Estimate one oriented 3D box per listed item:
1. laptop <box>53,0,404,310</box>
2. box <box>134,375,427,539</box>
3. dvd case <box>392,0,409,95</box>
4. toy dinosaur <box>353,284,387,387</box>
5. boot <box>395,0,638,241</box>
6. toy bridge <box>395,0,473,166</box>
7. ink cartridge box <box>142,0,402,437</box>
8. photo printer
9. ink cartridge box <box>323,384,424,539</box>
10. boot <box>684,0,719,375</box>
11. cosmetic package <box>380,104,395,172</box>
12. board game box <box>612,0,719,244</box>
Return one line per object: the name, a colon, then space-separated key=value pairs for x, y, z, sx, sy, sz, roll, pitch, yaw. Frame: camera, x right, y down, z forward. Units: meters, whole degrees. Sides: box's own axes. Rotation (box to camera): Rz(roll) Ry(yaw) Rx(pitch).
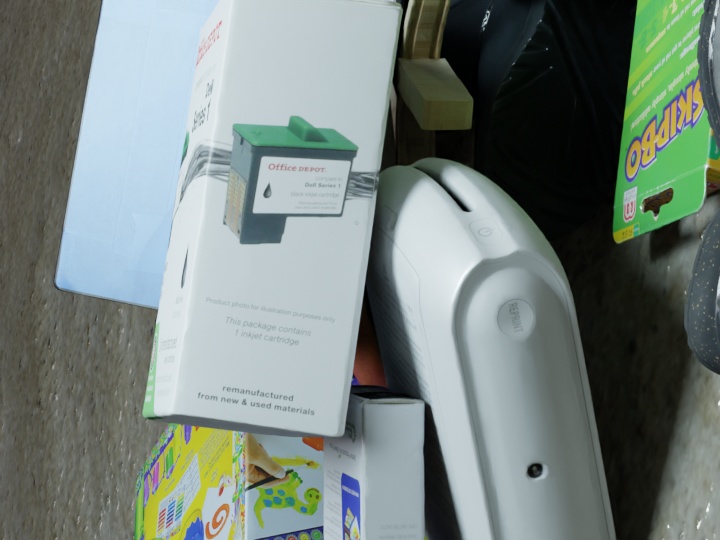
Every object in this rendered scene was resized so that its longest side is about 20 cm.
laptop: x=-0.074 y=-0.063 z=1.359 sx=0.200 sy=0.116 sz=0.188 roll=-162 pitch=81 yaw=-72
box: x=-0.046 y=0.165 z=1.463 sx=0.200 sy=0.122 sz=0.193 roll=126 pitch=150 yaw=-50
dvd case: x=0.015 y=-0.189 z=1.486 sx=0.200 sy=0.018 sz=0.143 roll=84 pitch=174 yaw=-57
toy dinosaur: x=0.000 y=0.000 z=1.383 sx=0.181 sy=0.200 sz=0.105 roll=30 pitch=127 yaw=25
boot: x=0.075 y=-0.093 z=1.339 sx=0.168 sy=0.076 sz=0.201 roll=-26 pitch=47 yaw=63
toy bridge: x=0.035 y=-0.088 z=1.267 sx=0.067 sy=0.027 sz=0.200 roll=-115 pitch=27 yaw=-64
ink cartridge box: x=-0.043 y=-0.025 z=1.210 sx=0.146 sy=0.084 sz=0.200 roll=157 pitch=121 yaw=-79
photo printer: x=0.056 y=0.049 z=1.199 sx=0.166 sy=0.069 sz=0.200 roll=-134 pitch=30 yaw=-67
ink cartridge box: x=0.005 y=0.155 z=1.203 sx=0.095 sy=0.037 sz=0.200 roll=-171 pitch=83 yaw=-78
boot: x=0.191 y=-0.047 z=1.013 sx=0.132 sy=0.070 sz=0.200 roll=-176 pitch=87 yaw=-68
cosmetic package: x=-0.019 y=-0.104 z=1.513 sx=0.105 sy=0.071 sz=0.200 roll=-100 pitch=2 yaw=-50
board game box: x=0.156 y=-0.114 z=1.198 sx=0.096 sy=0.030 sz=0.200 roll=153 pitch=129 yaw=-68
